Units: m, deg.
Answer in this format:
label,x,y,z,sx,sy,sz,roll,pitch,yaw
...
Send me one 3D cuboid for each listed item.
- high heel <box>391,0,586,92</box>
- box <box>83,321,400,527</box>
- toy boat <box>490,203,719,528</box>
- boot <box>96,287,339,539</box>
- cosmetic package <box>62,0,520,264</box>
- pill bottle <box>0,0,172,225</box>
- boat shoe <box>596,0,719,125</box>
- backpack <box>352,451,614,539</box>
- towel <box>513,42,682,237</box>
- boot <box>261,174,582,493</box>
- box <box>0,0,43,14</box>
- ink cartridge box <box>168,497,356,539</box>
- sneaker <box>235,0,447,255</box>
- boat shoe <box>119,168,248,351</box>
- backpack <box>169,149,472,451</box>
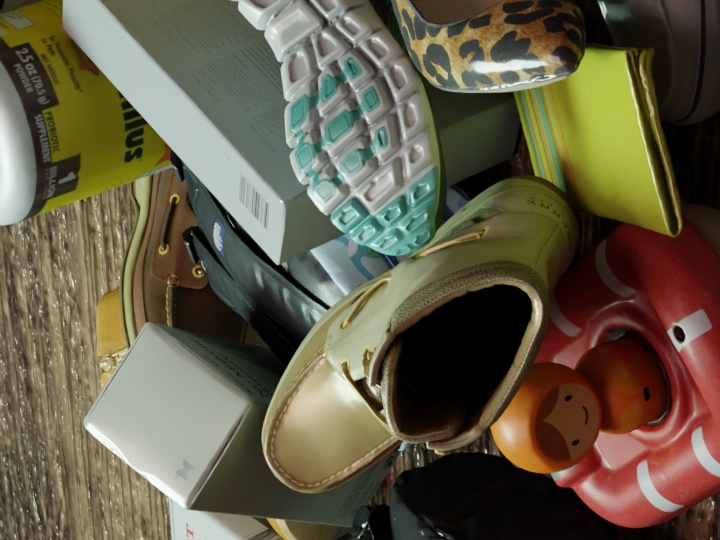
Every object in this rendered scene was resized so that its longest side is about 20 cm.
label,x,y,z,sx,sy,sz,roll,pitch,yaw
high heel,0.034,-0.159,1.237,0.143,0.071,0.200,67,168,-25
box,-0.056,0.085,1.468,0.082,0.200,0.068,36,98,24
toy boat,0.118,0.055,1.287,0.131,0.131,0.200,62,148,10
boot,-0.089,0.087,1.654,0.144,0.071,0.201,-28,72,42
cosmetic package,-0.037,-0.107,1.403,0.200,0.151,0.052,48,150,30
pill bottle,-0.133,-0.103,1.505,0.109,0.200,0.109,34,136,42
boat shoe,0.110,-0.156,1.231,0.074,0.067,0.200,3,111,56
backpack,0.082,0.211,1.446,0.167,0.126,0.200,46,145,51
towel,0.108,-0.065,1.268,0.200,0.018,0.086,-153,47,-77
boot,0.019,0.051,1.269,0.200,0.155,0.073,-42,98,18
box,-0.172,-0.160,1.530,0.035,0.200,0.110,50,144,27
ink cartridge box,-0.026,0.215,1.651,0.200,0.085,0.146,32,133,46
sneaker,0.001,-0.098,1.317,0.078,0.091,0.200,-29,70,24
boat shoe,-0.091,-0.008,1.572,0.068,0.072,0.200,-21,61,40
backpack,0.000,0.000,1.437,0.200,0.154,0.163,-118,18,-46
